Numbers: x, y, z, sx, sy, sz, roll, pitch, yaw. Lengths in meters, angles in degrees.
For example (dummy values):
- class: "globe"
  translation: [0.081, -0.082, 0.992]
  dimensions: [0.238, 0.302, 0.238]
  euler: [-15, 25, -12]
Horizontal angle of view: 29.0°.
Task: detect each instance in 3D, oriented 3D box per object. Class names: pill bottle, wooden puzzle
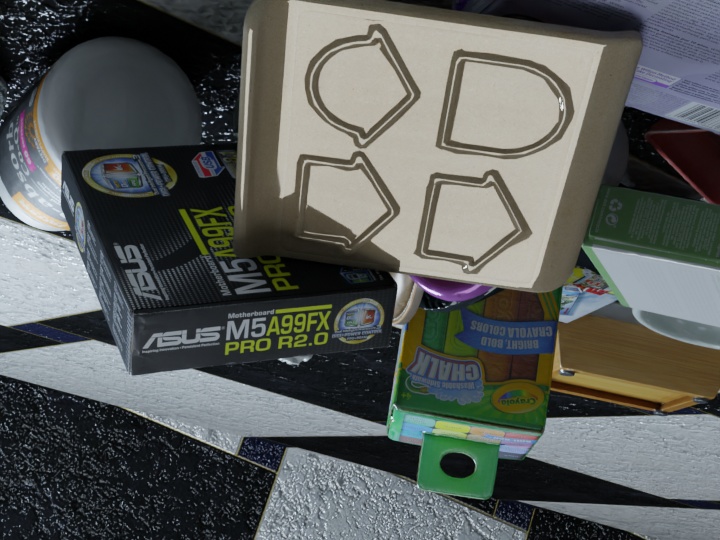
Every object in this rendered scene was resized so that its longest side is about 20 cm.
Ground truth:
- class: "pill bottle"
  translation: [-0.201, -0.091, 1.022]
  dimensions: [0.116, 0.117, 0.200]
  euler: [17, 164, -24]
- class: "wooden puzzle"
  translation: [0.035, -0.071, 0.752]
  dimensions: [0.200, 0.046, 0.185]
  euler: [5, 137, -4]

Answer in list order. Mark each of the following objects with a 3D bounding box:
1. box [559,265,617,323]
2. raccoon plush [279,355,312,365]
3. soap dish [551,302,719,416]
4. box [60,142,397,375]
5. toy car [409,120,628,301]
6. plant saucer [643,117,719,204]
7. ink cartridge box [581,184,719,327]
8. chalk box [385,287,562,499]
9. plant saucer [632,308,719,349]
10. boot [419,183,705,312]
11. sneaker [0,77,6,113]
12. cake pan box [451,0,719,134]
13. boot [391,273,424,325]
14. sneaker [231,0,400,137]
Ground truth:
- class: "box"
  translation: [0.163, -0.001, 1.258]
  dimensions: [0.136, 0.038, 0.200]
  euler: [14, 165, -10]
- class: "raccoon plush"
  translation: [-0.109, 0.018, 1.017]
  dimensions: [0.097, 0.200, 0.134]
  euler: [6, 136, -25]
- class: "soap dish"
  translation: [0.270, 0.091, 1.447]
  dimensions: [0.200, 0.081, 0.157]
  euler: [12, 165, -9]
- class: "box"
  translation: [-0.087, -0.016, 0.857]
  dimensions: [0.160, 0.044, 0.200]
  euler: [-4, -148, -22]
- class: "toy car"
  translation: [0.062, -0.058, 0.889]
  dimensions: [0.175, 0.150, 0.200]
  euler: [-1, 162, 37]
- class: "plant saucer"
  translation: [0.312, -0.070, 0.892]
  dimensions: [0.200, 0.037, 0.200]
  euler: [1, 163, 35]
- class: "ink cartridge box"
  translation: [0.250, 0.007, 0.875]
  dimensions: [0.200, 0.048, 0.146]
  euler: [12, 168, 24]
- class: "chalk box"
  translation: [0.091, 0.085, 1.150]
  dimensions: [0.124, 0.200, 0.124]
  euler: [8, 162, 1]
- class: "plant saucer"
  translation: [0.341, 0.027, 1.214]
  dimensions: [0.200, 0.050, 0.200]
  euler: [10, 166, 3]
- class: "boot"
  translation: [0.153, -0.011, 1.060]
  dimensions: [0.168, 0.077, 0.200]
  euler: [16, 146, -40]
- class: "sneaker"
  translation: [-0.321, -0.138, 1.026]
  dimensions: [0.091, 0.078, 0.200]
  euler: [27, 161, 2]
- class: "cake pan box"
  translation: [0.170, -0.136, 0.718]
  dimensions: [0.200, 0.052, 0.184]
  euler: [15, 167, -15]
- class: "boot"
  translation: [0.000, 0.000, 1.050]
  dimensions: [0.075, 0.074, 0.200]
  euler: [14, 168, -15]
- class: "sneaker"
  translation: [-0.025, -0.119, 0.784]
  dimensions: [0.075, 0.116, 0.200]
  euler: [16, 165, -12]
